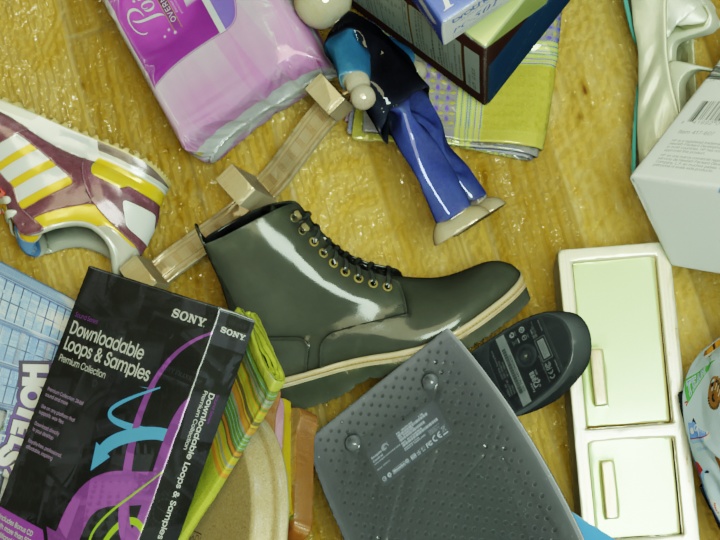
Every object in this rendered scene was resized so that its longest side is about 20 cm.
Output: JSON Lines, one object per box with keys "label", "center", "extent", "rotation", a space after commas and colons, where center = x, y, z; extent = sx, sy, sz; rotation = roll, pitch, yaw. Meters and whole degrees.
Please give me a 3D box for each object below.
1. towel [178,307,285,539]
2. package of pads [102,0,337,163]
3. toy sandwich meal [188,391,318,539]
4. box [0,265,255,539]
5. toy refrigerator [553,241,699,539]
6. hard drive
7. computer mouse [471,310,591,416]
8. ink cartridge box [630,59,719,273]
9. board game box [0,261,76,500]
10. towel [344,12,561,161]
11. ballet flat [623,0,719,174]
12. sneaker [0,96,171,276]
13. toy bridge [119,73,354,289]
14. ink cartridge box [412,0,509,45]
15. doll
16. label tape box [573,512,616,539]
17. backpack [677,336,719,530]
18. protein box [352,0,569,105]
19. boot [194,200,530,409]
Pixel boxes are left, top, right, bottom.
{"label": "towel", "center": [-0.110, 0.124, 1.027], "extent": [0.018, 0.086, 0.200], "rotation": [23, 108, -27]}
{"label": "package of pads", "center": [-0.112, -0.188, 1.152], "extent": [0.120, 0.076, 0.201], "rotation": [-32, 77, 12]}
{"label": "toy sandwich meal", "center": [-0.077, 0.177, 1.042], "extent": [0.070, 0.205, 0.206], "rotation": [16, 79, -28]}
{"label": "box", "center": [-0.154, 0.105, 1.028], "extent": [0.143, 0.036, 0.201], "rotation": [14, 81, 44]}
{"label": "toy refrigerator", "center": [0.175, 0.086, 1.092], "extent": [0.076, 0.070, 0.201], "rotation": [-4, 80, 3]}
{"label": "hard drive", "center": [0.057, 0.146, 1.012], "extent": [0.135, 0.042, 0.200], "rotation": [-39, 49, 10]}
{"label": "computer mouse", "center": [0.072, 0.087, 1.088], "extent": [0.200, 0.034, 0.059], "rotation": [-31, 63, 26]}
{"label": "ink cartridge box", "center": [0.291, -0.090, 1.048], "extent": [0.146, 0.084, 0.200], "rotation": [12, 53, 47]}
{"label": "board game box", "center": [-0.198, 0.103, 1.119], "extent": [0.199, 0.062, 0.201], "rotation": [12, 80, 7]}
{"label": "towel", "center": [0.073, -0.179, 1.173], "extent": [0.143, 0.023, 0.201], "rotation": [9, 80, 6]}
{"label": "ballet flat", "center": [0.219, -0.147, 1.131], "extent": [0.069, 0.069, 0.201], "rotation": [-3, 86, 3]}
{"label": "sneaker", "center": [-0.237, -0.062, 1.146], "extent": [0.199, 0.075, 0.090], "rotation": [19, 76, 8]}
{"label": "toy bridge", "center": [-0.078, -0.056, 1.135], "extent": [0.200, 0.067, 0.027], "rotation": [-44, 78, 5]}
{"label": "ink cartridge box", "center": [0.106, -0.235, 1.011], "extent": [0.200, 0.044, 0.094], "rotation": [-35, 78, -3]}
{"label": "doll", "center": [0.020, -0.115, 1.094], "extent": [0.048, 0.136, 0.200], "rotation": [-33, 87, 23]}
{"label": "label tape box", "center": [0.053, 0.218, 1.043], "extent": [0.143, 0.066, 0.200], "rotation": [31, 86, 41]}
{"label": "backpack", "center": [0.305, 0.095, 1.027], "extent": [0.190, 0.154, 0.201], "rotation": [-19, 78, -13]}
{"label": "protein box", "center": [0.066, -0.261, 1.110], "extent": [0.200, 0.135, 0.199], "rotation": [38, 84, 9]}
{"label": "boot", "center": [0.000, 0.000, 1.092], "extent": [0.199, 0.077, 0.139], "rotation": [-23, 103, -1]}
